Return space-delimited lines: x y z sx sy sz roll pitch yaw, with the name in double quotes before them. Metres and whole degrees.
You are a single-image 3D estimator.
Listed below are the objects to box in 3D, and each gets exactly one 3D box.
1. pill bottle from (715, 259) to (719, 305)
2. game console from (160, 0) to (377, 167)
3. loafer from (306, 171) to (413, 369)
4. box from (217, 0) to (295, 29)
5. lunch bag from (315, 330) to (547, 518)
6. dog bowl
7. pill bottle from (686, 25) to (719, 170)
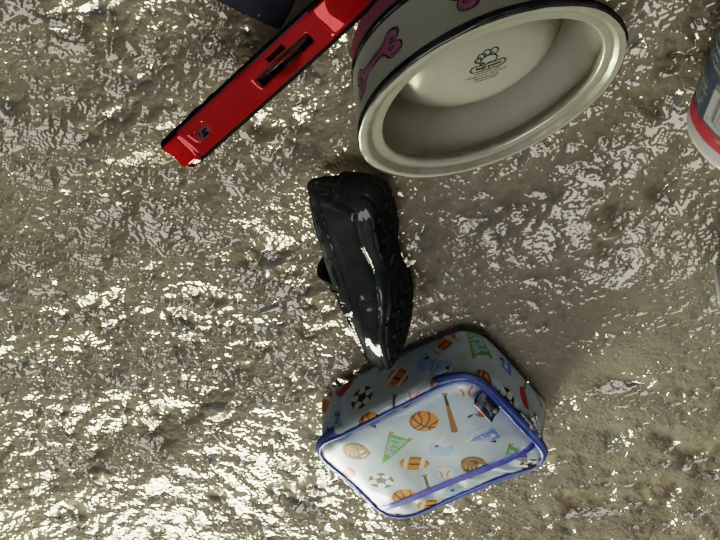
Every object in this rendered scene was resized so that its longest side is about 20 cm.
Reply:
"pill bottle" 0.386 0.008 1.087 0.198 0.113 0.112 -23 124 24
"game console" -0.045 -0.159 0.960 0.199 0.177 0.031 -36 104 32
"loafer" 0.000 0.000 1.166 0.069 0.068 0.202 11 136 23
"box" -0.094 -0.296 0.886 0.194 0.118 0.201 23 129 -12
"lunch bag" 0.071 0.147 1.273 0.198 0.076 0.160 -25 126 27
"dog bowl" 0.080 -0.148 0.966 0.197 0.075 0.201 -17 157 -7
"pill bottle" 0.306 -0.164 0.944 0.118 0.120 0.202 11 131 -2
